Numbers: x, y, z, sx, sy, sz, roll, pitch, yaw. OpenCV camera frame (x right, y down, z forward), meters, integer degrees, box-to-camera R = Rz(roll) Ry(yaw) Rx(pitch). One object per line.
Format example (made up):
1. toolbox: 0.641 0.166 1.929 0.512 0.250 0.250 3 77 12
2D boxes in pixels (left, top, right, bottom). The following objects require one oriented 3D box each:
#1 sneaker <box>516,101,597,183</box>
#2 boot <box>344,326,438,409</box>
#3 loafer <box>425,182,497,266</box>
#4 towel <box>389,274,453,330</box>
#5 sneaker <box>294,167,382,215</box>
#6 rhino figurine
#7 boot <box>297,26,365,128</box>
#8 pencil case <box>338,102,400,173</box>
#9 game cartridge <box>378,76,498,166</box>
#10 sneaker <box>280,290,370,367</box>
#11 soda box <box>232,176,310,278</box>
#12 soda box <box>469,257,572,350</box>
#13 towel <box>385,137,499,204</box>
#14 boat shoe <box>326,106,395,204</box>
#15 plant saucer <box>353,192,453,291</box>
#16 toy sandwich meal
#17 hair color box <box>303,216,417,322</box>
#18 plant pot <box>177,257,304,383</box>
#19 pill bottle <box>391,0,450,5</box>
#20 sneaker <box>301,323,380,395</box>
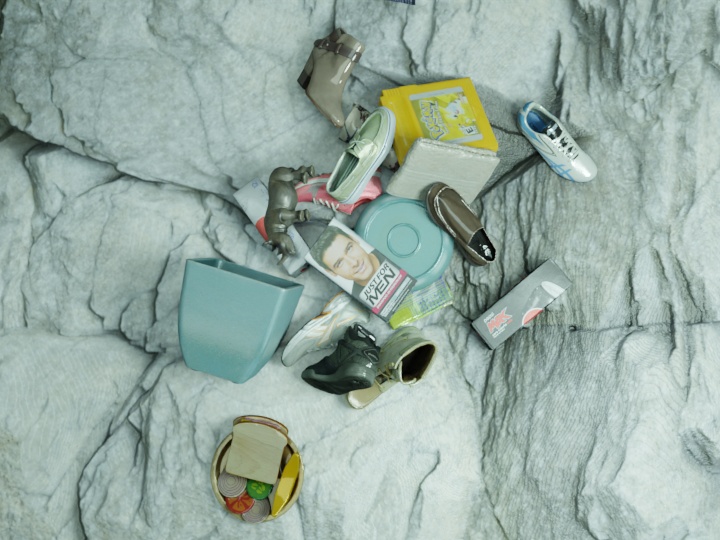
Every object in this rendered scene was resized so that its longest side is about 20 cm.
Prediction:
1. sneaker: 0.383 -0.249 1.677 0.072 0.072 0.200 -44 84 -4
2. boot: 0.056 0.193 1.600 0.200 0.155 0.072 -44 101 -3
3. loafer: 0.201 -0.088 1.629 0.073 0.071 0.200 -49 114 -13
4. towel: 0.082 0.001 1.692 0.143 0.023 0.201 -24 82 0
5. sneaker: -0.050 -0.148 1.693 0.198 0.074 0.088 -13 84 2
6. rhino figurine: -0.143 -0.107 1.632 0.087 0.060 0.202 3 79 18
7. boot: -0.045 -0.390 1.694 0.146 0.070 0.200 -46 55 13
8. pencil case: 0.051 -0.255 1.697 0.199 0.078 0.090 31 67 7
9. game cartridge: 0.148 -0.289 1.669 0.198 0.033 0.178 -11 66 -16
10. sneaker: -0.065 0.128 1.663 0.200 0.076 0.092 -43 87 -1
11. soda box: -0.167 -0.084 1.696 0.063 0.068 0.201 -36 83 -1
12. soda box: 0.307 0.066 1.648 0.200 0.063 0.071 -40 82 -1
13. towel: 0.157 -0.186 1.628 0.199 0.133 0.035 6 44 -31
14. boat shoe: 0.002 -0.219 1.621 0.072 0.062 0.201 28 95 33
15. plant saucer: 0.083 -0.058 1.665 0.198 0.027 0.202 0 88 0
16. toy sandwich meal: -0.198 0.382 1.640 0.203 0.070 0.207 0 83 4
17. hair color box: 0.000 0.000 1.620 0.199 0.061 0.099 37 88 2
18. plant pot: -0.238 0.099 1.622 0.195 0.196 0.202 16 93 6
19. pill bottle: 0.090 -0.594 1.719 0.198 0.111 0.112 12 84 5
20. sneaker: -0.031 0.170 1.624 0.076 0.199 0.115 35 58 -24
